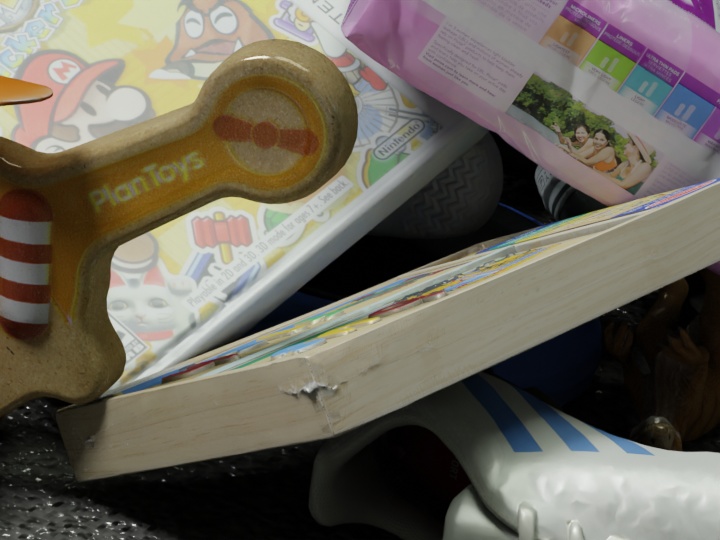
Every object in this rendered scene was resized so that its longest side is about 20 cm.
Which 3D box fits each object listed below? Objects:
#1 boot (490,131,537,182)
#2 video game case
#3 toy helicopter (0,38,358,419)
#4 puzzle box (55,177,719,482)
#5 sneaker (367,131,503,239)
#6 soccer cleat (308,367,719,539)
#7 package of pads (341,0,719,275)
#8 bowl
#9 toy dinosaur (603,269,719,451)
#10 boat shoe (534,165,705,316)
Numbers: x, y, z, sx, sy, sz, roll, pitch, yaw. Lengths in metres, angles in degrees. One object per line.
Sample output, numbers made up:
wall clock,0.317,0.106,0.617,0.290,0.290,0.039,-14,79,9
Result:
boot,0.025,-0.079,1.179,0.200,0.078,0.138,17,-4,46
video game case,-0.080,-0.060,0.851,0.182,0.023,0.200,41,57,15
toy helicopter,-0.095,-0.026,0.719,0.200,0.132,0.079,-22,9,21
puzzle box,0.018,0.017,0.763,0.200,0.025,0.133,-22,5,-41
sneaker,0.006,-0.072,0.984,0.114,0.076,0.200,-4,27,-47
soccer cleat,0.074,0.085,0.726,0.200,0.070,0.086,17,27,31
package of pads,0.095,-0.075,0.862,0.200,0.076,0.121,31,21,-8
bowl,0.000,0.000,0.950,0.200,0.039,0.201,11,19,-4
toy dinosaur,0.135,0.033,0.924,0.060,0.106,0.200,-22,-1,37
boat shoe,0.150,-0.007,1.030,0.200,0.072,0.071,9,49,-45
